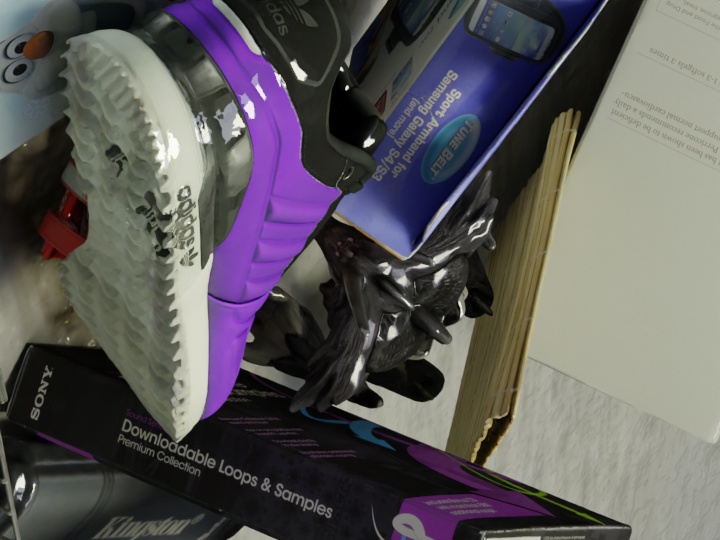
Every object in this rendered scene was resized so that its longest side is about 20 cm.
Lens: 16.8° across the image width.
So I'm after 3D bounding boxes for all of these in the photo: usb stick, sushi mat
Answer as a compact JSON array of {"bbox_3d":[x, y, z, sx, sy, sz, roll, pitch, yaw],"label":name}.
[{"bbox_3d":[-0.096,0.090,0.970,0.056,0.033,0.200,-52,157,14],"label":"usb stick"},{"bbox_3d":[0.063,0.021,1.072,0.201,0.012,0.096,-74,-173,-46],"label":"sushi mat"}]

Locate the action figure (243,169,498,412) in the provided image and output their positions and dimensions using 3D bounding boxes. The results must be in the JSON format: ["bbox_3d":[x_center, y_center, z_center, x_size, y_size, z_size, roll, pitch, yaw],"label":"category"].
[{"bbox_3d":[0.000,0.000,0.970,0.119,0.102,0.200,-54,170,-1],"label":"action figure"}]

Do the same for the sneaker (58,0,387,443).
[{"bbox_3d":[-0.036,-0.021,0.762,0.099,0.070,0.200,-31,158,-22],"label":"sneaker"}]

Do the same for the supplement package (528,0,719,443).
[{"bbox_3d":[0.159,-0.043,1.145,0.117,0.116,0.201,-53,167,-70],"label":"supplement package"}]

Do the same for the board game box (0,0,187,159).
[{"bbox_3d":[-0.115,-0.106,0.651,0.199,0.043,0.200,-36,151,-7],"label":"board game box"}]

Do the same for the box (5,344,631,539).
[{"bbox_3d":[-0.014,0.076,0.913,0.143,0.199,0.036,10,98,-63],"label":"box"}]

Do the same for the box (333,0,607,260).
[{"bbox_3d":[0.038,-0.085,0.851,0.119,0.041,0.200,-53,-171,19],"label":"box"}]

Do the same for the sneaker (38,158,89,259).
[{"bbox_3d":[-0.067,-0.050,0.828,0.108,0.067,0.202,-52,157,-16],"label":"sneaker"}]

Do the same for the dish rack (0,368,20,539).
[{"bbox_3d":[-0.175,0.095,0.796,0.153,0.054,0.201,-39,143,-32],"label":"dish rack"}]
